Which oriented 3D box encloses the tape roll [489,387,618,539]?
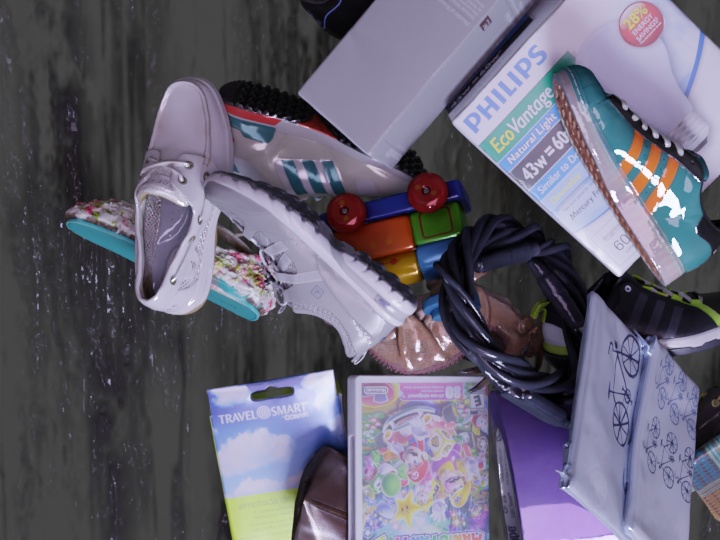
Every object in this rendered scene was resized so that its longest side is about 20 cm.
[{"bbox_3d":[0.169,0.197,1.426,0.085,0.200,0.201,-8,105,-2],"label":"tape roll"}]

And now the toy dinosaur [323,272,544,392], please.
[{"bbox_3d":[0.073,0.056,1.443,0.199,0.086,0.136,-15,105,1],"label":"toy dinosaur"}]

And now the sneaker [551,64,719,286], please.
[{"bbox_3d":[0.224,-0.088,1.298,0.080,0.071,0.200,-33,110,1],"label":"sneaker"}]

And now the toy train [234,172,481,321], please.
[{"bbox_3d":[0.000,0.000,1.366,0.199,0.085,0.116,-14,73,10],"label":"toy train"}]

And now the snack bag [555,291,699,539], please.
[{"bbox_3d":[0.227,0.134,1.348,0.021,0.189,0.200,-11,142,35],"label":"snack bag"}]

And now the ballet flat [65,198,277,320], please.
[{"bbox_3d":[-0.159,-0.023,1.430,0.200,0.076,0.064,28,71,-14],"label":"ballet flat"}]

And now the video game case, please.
[{"bbox_3d":[0.053,0.193,1.450,0.143,0.018,0.201,3,85,-32],"label":"video game case"}]

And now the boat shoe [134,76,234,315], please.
[{"bbox_3d":[-0.152,-0.065,1.347,0.071,0.069,0.201,1,86,24],"label":"boat shoe"}]

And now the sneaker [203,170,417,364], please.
[{"bbox_3d":[-0.054,-0.005,1.307,0.200,0.075,0.082,39,99,10],"label":"sneaker"}]

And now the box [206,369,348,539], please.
[{"bbox_3d":[-0.066,0.187,1.490,0.122,0.048,0.201,-9,105,-1],"label":"box"}]

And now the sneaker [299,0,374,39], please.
[{"bbox_3d":[0.027,-0.282,1.361,0.078,0.070,0.200,29,102,-17],"label":"sneaker"}]

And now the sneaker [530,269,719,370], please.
[{"bbox_3d":[0.250,0.033,1.443,0.199,0.072,0.083,-12,103,-12],"label":"sneaker"}]

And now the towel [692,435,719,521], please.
[{"bbox_3d":[0.388,0.147,1.477,0.200,0.022,0.147,-33,143,7],"label":"towel"}]

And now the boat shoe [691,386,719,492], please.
[{"bbox_3d":[0.345,0.127,1.492,0.201,0.061,0.072,-42,146,14],"label":"boat shoe"}]

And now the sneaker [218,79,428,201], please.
[{"bbox_3d":[-0.041,-0.089,1.417,0.199,0.070,0.094,20,118,-9],"label":"sneaker"}]

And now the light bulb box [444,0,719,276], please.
[{"bbox_3d":[0.204,-0.142,1.379,0.200,0.125,0.198,40,100,-13],"label":"light bulb box"}]

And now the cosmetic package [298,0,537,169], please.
[{"bbox_3d":[0.050,-0.184,1.314,0.090,0.107,0.200,39,97,11],"label":"cosmetic package"}]

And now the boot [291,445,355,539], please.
[{"bbox_3d":[0.007,0.269,1.459,0.200,0.064,0.187,23,76,-33],"label":"boot"}]

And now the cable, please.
[{"bbox_3d":[0.134,0.030,1.329,0.051,0.164,0.200,-18,142,42],"label":"cable"}]
